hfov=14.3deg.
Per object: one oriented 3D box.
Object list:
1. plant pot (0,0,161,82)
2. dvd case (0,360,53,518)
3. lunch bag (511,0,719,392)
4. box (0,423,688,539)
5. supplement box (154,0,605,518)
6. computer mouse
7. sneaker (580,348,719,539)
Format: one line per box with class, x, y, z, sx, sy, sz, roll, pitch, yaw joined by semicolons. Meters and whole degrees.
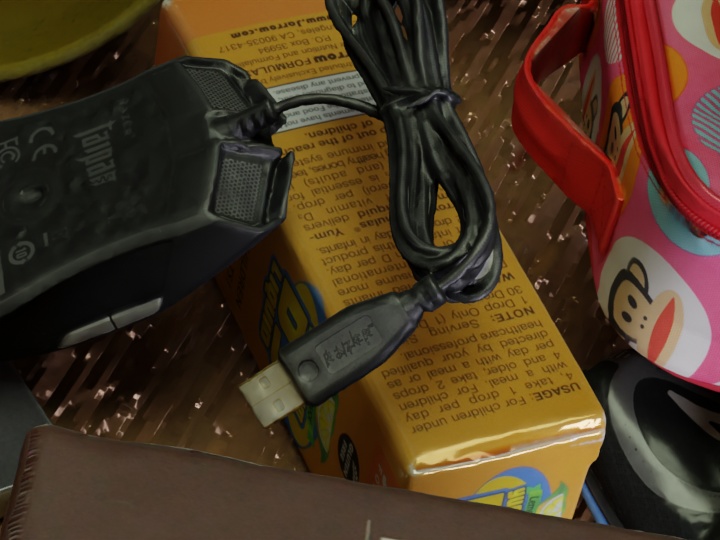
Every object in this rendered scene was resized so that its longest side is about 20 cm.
plant pot;-0.135;-0.182;0.925;0.199;0.201;0.142;8;35;-4
dvd case;-0.201;0.039;0.813;0.199;0.016;0.149;-20;54;-26
lunch bag;0.131;-0.045;0.850;0.175;0.082;0.201;9;40;-9
box;0.005;0.161;0.633;0.199;0.165;0.167;10;46;-1
supplement box;0.000;0.000;0.854;0.068;0.067;0.200;-13;50;-22
computer mouse;-0.050;0.001;0.806;0.199;0.046;0.141;-25;51;5
sneaker;0.144;0.078;0.795;0.199;0.083;0.071;36;51;23
